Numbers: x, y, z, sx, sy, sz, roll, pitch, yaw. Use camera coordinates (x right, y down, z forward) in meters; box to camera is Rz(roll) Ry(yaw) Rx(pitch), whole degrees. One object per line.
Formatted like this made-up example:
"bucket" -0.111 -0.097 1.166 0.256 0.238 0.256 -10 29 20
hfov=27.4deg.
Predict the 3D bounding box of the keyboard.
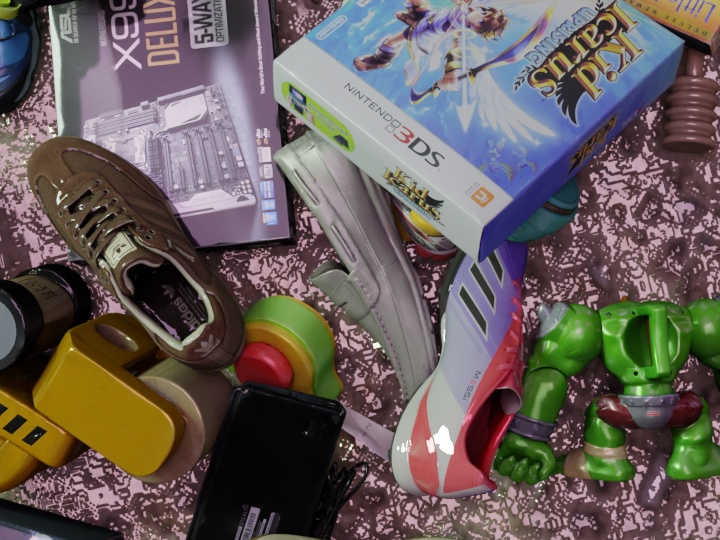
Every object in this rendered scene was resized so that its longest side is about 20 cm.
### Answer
"keyboard" -0.064 0.171 0.999 0.103 0.040 0.201 16 106 -11

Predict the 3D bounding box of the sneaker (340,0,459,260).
"sneaker" 0.038 -0.110 1.008 0.077 0.082 0.201 -20 84 1

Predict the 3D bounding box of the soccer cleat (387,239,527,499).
"soccer cleat" 0.083 0.055 0.962 0.073 0.068 0.201 1 60 40

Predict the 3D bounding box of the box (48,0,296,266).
"box" -0.131 -0.111 1.032 0.156 0.050 0.202 -5 85 3

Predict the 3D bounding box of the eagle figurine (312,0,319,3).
"eagle figurine" -0.018 -0.314 1.009 0.200 0.152 0.151 -45 64 3

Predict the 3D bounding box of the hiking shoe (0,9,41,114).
"hiking shoe" -0.268 -0.210 1.028 0.074 0.087 0.202 -2 85 3

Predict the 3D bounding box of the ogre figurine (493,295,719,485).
"ogre figurine" 0.191 0.078 0.979 0.198 0.098 0.121 0 97 14

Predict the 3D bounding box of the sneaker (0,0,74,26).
"sneaker" -0.188 -0.214 0.995 0.083 0.072 0.200 43 48 7

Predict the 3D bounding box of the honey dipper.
"honey dipper" 0.236 -0.184 1.031 0.038 0.038 0.202 5 82 3

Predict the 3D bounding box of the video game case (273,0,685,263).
"video game case" 0.076 -0.128 0.947 0.181 0.046 0.200 40 66 20

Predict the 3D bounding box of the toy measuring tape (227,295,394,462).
"toy measuring tape" -0.021 0.071 0.997 0.199 0.074 0.074 30 87 8

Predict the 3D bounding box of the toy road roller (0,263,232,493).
"toy road roller" -0.199 0.096 0.987 0.199 0.123 0.147 31 102 5

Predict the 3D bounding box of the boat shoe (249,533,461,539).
"boat shoe" 0.014 0.218 0.969 0.198 0.065 0.074 3 110 -10

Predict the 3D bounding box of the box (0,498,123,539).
"box" -0.263 0.255 0.978 0.147 0.107 0.202 15 85 4

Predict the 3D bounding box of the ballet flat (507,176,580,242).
"ballet flat" 0.101 -0.104 1.004 0.067 0.070 0.201 18 51 -31

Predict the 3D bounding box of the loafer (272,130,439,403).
"loafer" 0.000 0.000 0.999 0.069 0.070 0.201 -21 93 -4

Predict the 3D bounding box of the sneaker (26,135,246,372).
"sneaker" -0.148 -0.019 0.959 0.070 0.076 0.200 -45 80 -2

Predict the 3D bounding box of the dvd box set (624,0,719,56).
"dvd box set" 0.226 -0.265 1.018 0.146 0.029 0.201 27 87 23
